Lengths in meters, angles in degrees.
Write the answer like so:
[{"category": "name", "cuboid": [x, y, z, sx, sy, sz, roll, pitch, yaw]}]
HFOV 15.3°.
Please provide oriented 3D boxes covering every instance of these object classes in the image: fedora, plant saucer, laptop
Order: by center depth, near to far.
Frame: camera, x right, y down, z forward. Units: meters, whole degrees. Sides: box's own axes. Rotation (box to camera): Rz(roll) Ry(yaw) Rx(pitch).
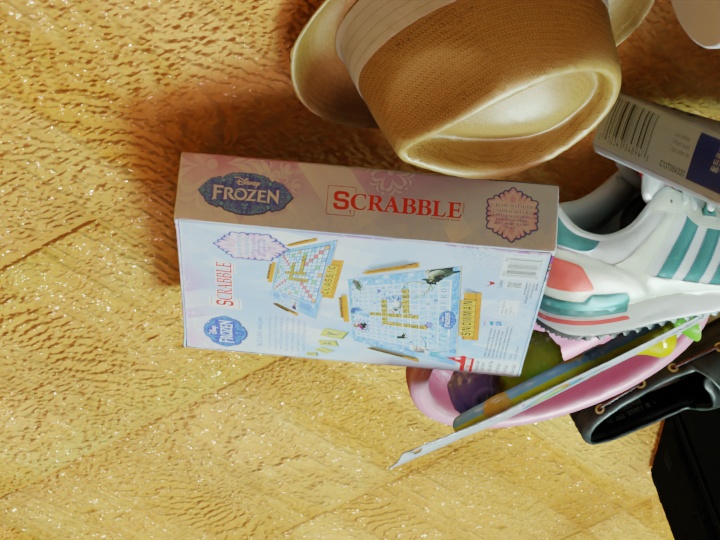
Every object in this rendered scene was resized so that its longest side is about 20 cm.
[{"category": "fedora", "cuboid": [0.066, -0.103, 1.364, 0.199, 0.082, 0.201, -14, 152, -8]}, {"category": "plant saucer", "cuboid": [0.120, 0.031, 1.689, 0.199, 0.051, 0.201, -14, 153, -7]}, {"category": "laptop", "cuboid": [0.290, 0.167, 1.912, 0.103, 0.178, 0.200, -13, 152, -8]}]

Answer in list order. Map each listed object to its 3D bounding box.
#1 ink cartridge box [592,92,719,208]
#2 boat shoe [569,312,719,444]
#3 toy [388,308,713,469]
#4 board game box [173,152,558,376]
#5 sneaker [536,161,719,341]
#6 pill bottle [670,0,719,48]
[{"category": "ink cartridge box", "cuboid": [0.255, -0.041, 1.464, 0.199, 0.196, 0.044, 13, 98, -24]}, {"category": "boat shoe", "cuboid": [0.233, 0.066, 1.816, 0.200, 0.063, 0.074, -16, 151, -8]}, {"category": "toy", "cuboid": [0.108, 0.056, 1.609, 0.199, 0.047, 0.115, -21, 172, -11]}, {"category": "board game box", "cuboid": [0.000, 0.000, 1.468, 0.198, 0.041, 0.200, 5, 159, -1]}, {"category": "sneaker", "cuboid": [0.188, -0.027, 1.563, 0.199, 0.070, 0.094, -14, 120, -16]}, {"category": "pill bottle", "cuboid": [0.258, -0.162, 1.343, 0.199, 0.113, 0.112, -8, 152, -20]}]
